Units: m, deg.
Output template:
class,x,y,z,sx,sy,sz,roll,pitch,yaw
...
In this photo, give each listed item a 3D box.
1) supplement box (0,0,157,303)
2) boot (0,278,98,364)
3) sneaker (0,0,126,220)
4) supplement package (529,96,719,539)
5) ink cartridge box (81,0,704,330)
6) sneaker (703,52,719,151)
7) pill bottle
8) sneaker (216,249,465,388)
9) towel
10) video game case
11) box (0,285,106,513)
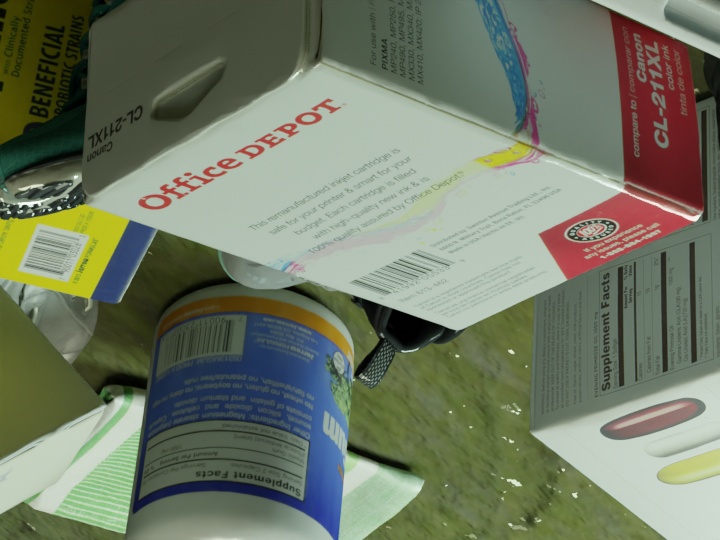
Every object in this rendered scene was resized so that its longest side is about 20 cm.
class,x,y,z,sx,sy,sz,roll,pitch,yaw
supplement box,-0.185,-0.074,1.152,0.199,0.109,0.110,13,152,-12
boot,-0.172,-0.007,1.310,0.095,0.074,0.200,-7,144,-37
sneaker,-0.092,-0.084,1.077,0.077,0.200,0.080,-21,104,49
supplement package,0.182,0.042,1.248,0.111,0.156,0.200,-20,139,33
ink cartridge box,0.012,-0.059,1.003,0.200,0.083,0.146,19,149,-37
sneaker,0.224,-0.096,1.099,0.076,0.091,0.200,22,141,-20
pill bottle,-0.064,0.117,1.346,0.112,0.200,0.112,3,146,2
sneaker,0.000,0.000,1.219,0.078,0.140,0.200,29,138,-32
towel,-0.086,0.129,1.524,0.200,0.023,0.153,21,142,-22
video game case,0.103,-0.113,1.016,0.182,0.200,0.023,20,100,-30
box,-0.221,0.026,1.235,0.200,0.082,0.068,48,132,14
